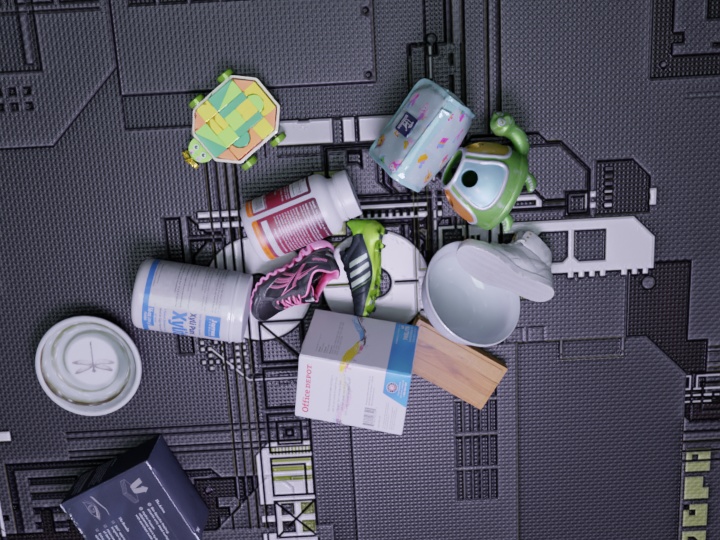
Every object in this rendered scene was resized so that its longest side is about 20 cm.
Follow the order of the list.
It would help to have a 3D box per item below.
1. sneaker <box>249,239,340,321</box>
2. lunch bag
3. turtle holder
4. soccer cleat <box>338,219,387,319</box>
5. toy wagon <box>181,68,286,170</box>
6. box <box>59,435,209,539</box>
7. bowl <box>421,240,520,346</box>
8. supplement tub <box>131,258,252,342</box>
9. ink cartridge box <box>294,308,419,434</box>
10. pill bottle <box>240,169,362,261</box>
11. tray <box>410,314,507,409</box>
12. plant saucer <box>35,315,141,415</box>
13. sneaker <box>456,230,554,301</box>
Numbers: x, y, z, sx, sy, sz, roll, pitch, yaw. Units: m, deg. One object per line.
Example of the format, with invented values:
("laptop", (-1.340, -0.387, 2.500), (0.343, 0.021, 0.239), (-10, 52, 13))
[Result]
("sneaker", (-0.117, 0.034, 1.551), (0.200, 0.095, 0.079), (-41, 141, 11))
("lunch bag", (0.106, -0.228, 1.434), (0.122, 0.200, 0.171), (37, 103, -1))
("turtle holder", (0.225, -0.167, 1.476), (0.131, 0.141, 0.186), (24, 126, -15))
("soccer cleat", (0.000, 0.000, 1.574), (0.081, 0.068, 0.201), (12, 108, 19))
("toy wagon", (-0.236, -0.252, 1.511), (0.200, 0.040, 0.155), (-39, 102, 9))
("box", (-0.435, 0.464, 1.658), (0.200, 0.117, 0.197), (-27, 103, 7))
("bowl", (0.185, 0.054, 1.549), (0.201, 0.090, 0.202), (11, 64, -24))
("supplement tub", (-0.304, 0.054, 1.544), (0.199, 0.132, 0.132), (9, 105, -2))
("ink cartridge box", (-0.006, 0.182, 1.543), (0.199, 0.146, 0.147), (10, 124, 4))
("pill bottle", (-0.103, -0.102, 1.514), (0.199, 0.113, 0.113), (-22, 104, 5))
("tray", (0.171, 0.177, 1.630), (0.200, 0.037, 0.099), (29, 102, -7))
("plant saucer", (-0.512, 0.175, 1.616), (0.199, 0.050, 0.201), (0, 105, -1))
("sneaker", (0.262, -0.030, 1.539), (0.200, 0.116, 0.074), (26, 139, -17))
